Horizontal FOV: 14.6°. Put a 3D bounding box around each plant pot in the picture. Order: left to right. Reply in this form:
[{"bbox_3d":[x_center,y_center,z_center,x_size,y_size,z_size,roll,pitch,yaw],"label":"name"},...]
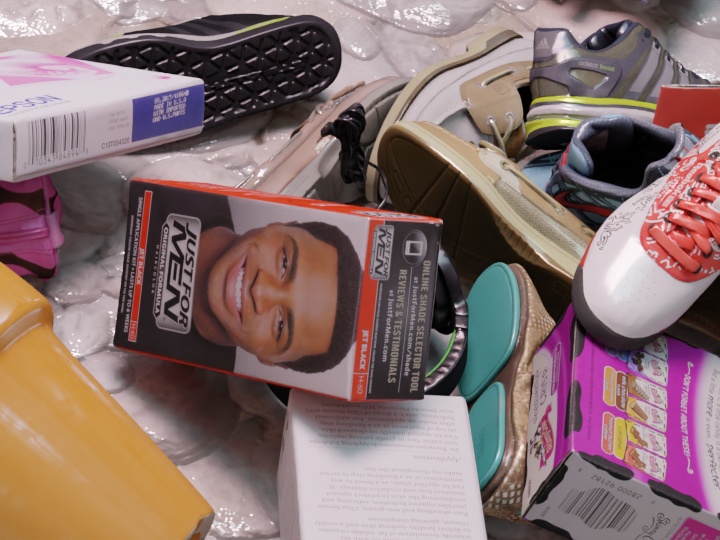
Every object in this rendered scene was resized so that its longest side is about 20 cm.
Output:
[{"bbox_3d":[-0.182,0.119,1.403,0.183,0.200,0.200,36,42,5],"label":"plant pot"}]

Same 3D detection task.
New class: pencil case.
[{"bbox_3d":[-0.270,-0.026,1.629,0.200,0.091,0.094,-4,3,-17],"label":"pencil case"}]

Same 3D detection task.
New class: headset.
[{"bbox_3d":[0.000,0.000,1.643,0.123,0.094,0.200,-1,48,-2],"label":"headset"}]

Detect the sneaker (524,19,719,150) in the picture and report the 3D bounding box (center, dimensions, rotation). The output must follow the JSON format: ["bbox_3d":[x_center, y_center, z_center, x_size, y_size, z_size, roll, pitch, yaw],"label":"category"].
[{"bbox_3d":[0.187,-0.122,1.822,0.200,0.081,0.074,-3,-3,-42],"label":"sneaker"}]

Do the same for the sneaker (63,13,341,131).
[{"bbox_3d":[-0.108,-0.128,1.828,0.200,0.072,0.083,-8,16,-22],"label":"sneaker"}]

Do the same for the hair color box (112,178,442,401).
[{"bbox_3d":[-0.049,0.008,1.556,0.061,0.102,0.200,3,5,-45],"label":"hair color box"}]

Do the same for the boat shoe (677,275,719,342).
[{"bbox_3d":[0.229,0.014,1.720,0.064,0.071,0.200,25,14,-43],"label":"boat shoe"}]

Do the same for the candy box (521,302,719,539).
[{"bbox_3d":[0.190,0.111,1.540,0.200,0.061,0.137,24,37,-11],"label":"candy box"}]

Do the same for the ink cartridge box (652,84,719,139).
[{"bbox_3d":[0.280,-0.061,1.780,0.200,0.109,0.050,0,39,-12],"label":"ink cartridge box"}]

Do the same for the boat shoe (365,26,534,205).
[{"bbox_3d":[0.075,-0.096,1.805,0.068,0.075,0.200,23,41,21],"label":"boat shoe"}]

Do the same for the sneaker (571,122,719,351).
[{"bbox_3d":[0.198,-0.044,1.547,0.067,0.108,0.201,45,54,5],"label":"sneaker"}]

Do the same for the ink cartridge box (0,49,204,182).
[{"bbox_3d":[-0.228,-0.099,1.677,0.200,0.043,0.196,11,16,27],"label":"ink cartridge box"}]

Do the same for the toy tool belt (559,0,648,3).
[{"bbox_3d":[0.156,-0.254,1.985,0.200,0.125,0.123,24,32,18],"label":"toy tool belt"}]

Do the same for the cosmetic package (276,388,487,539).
[{"bbox_3d":[0.012,0.154,1.480,0.101,0.071,0.200,4,38,-8],"label":"cosmetic package"}]

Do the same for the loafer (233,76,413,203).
[{"bbox_3d":[-0.030,-0.070,1.757,0.063,0.072,0.200,19,41,22],"label":"loafer"}]

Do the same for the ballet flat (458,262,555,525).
[{"bbox_3d":[0.093,0.076,1.617,0.065,0.071,0.200,29,37,-19],"label":"ballet flat"}]

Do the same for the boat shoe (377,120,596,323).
[{"bbox_3d":[0.098,-0.025,1.706,0.201,0.073,0.063,38,47,14],"label":"boat shoe"}]

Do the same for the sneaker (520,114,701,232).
[{"bbox_3d":[0.156,-0.065,1.712,0.200,0.096,0.079,5,55,53],"label":"sneaker"}]
